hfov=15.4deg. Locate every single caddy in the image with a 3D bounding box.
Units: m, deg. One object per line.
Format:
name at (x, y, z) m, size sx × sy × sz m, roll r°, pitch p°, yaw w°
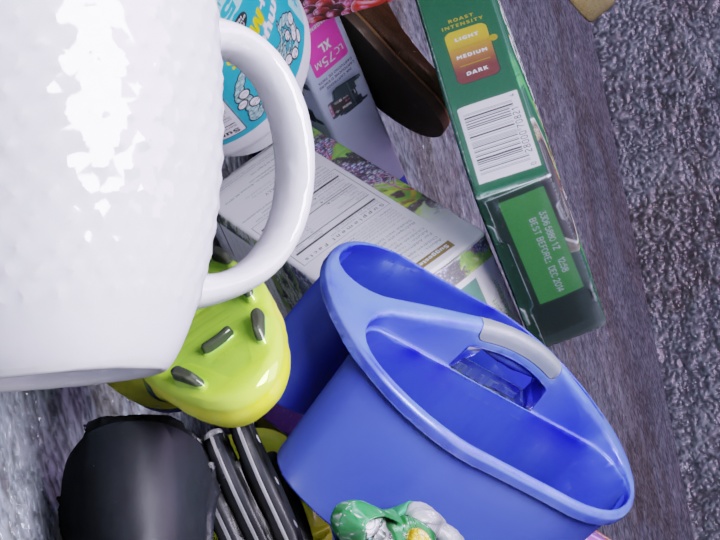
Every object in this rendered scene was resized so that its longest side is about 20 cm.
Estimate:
caddy at (0.044, 0.065, 1.262) m, size 0.199 × 0.105 × 0.142 m, roll 29°, pitch 27°, yaw -35°

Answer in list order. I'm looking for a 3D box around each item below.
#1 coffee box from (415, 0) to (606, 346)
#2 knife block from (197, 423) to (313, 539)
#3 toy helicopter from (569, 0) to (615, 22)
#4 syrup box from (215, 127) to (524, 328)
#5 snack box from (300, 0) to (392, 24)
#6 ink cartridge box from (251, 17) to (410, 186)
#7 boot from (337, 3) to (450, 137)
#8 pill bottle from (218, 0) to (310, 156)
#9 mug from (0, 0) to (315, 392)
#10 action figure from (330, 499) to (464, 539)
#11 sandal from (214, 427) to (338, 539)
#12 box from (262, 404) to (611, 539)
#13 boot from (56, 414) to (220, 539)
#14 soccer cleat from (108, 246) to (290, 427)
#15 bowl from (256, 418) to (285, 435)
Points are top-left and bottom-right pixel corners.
coffee box at (0.072, -0.074, 1.379) m, size 0.123 × 0.044 × 0.201 m, roll 65°, pitch 7°, yaw -45°
knife block at (-0.022, 0.169, 1.199) m, size 0.064 × 0.199 × 0.177 m, roll 35°, pitch 73°, yaw -70°
toy helicopter at (0.074, -0.194, 1.384) m, size 0.200 × 0.079 × 0.133 m, roll 39°, pitch 17°, yaw -51°
syrup box at (0.000, 0.000, 1.424) m, size 0.200 × 0.081 × 0.079 m, roll 33°, pitch -27°, yaw 53°
snack box at (-0.034, -0.249, 1.341) m, size 0.200 × 0.067 × 0.170 m, roll 75°, pitch 0°, yaw -63°
ink cartridge box at (-0.035, -0.096, 1.538) m, size 0.119 × 0.042 × 0.201 m, roll 31°, pitch -23°, yaw 42°
boot at (-0.005, -0.164, 1.506) m, size 0.200 × 0.075 × 0.074 m, roll 49°, pitch -21°, yaw 4°
pill bottle at (-0.091, -0.124, 1.309) m, size 0.200 × 0.110 × 0.112 m, roll 48°, pitch 32°, yaw -65°
mug at (-0.102, -0.046, 1.029) m, size 0.199 × 0.147 × 0.177 m, roll 0°, pitch 83°, yaw -36°
action figure at (0.048, 0.166, 1.203) m, size 0.200 × 0.054 × 0.119 m, roll 46°, pitch 61°, yaw -33°
sandal at (-0.026, 0.174, 1.388) m, size 0.087 × 0.079 × 0.202 m, roll -35°, pitch 113°, yaw -80°
box at (0.047, 0.116, 1.444) m, size 0.199 × 0.039 × 0.137 m, roll 30°, pitch 0°, yaw -31°
boot at (-0.102, 0.135, 1.076) m, size 0.200 × 0.076 × 0.169 m, roll 66°, pitch 19°, yaw -64°
soccer cleat at (-0.074, 0.033, 1.141) m, size 0.200 × 0.065 × 0.084 m, roll 26°, pitch -30°, yaw 58°
bowl at (0.013, 0.070, 1.576) m, size 0.200 × 0.107 × 0.202 m, roll -13°, pitch 90°, yaw -78°
